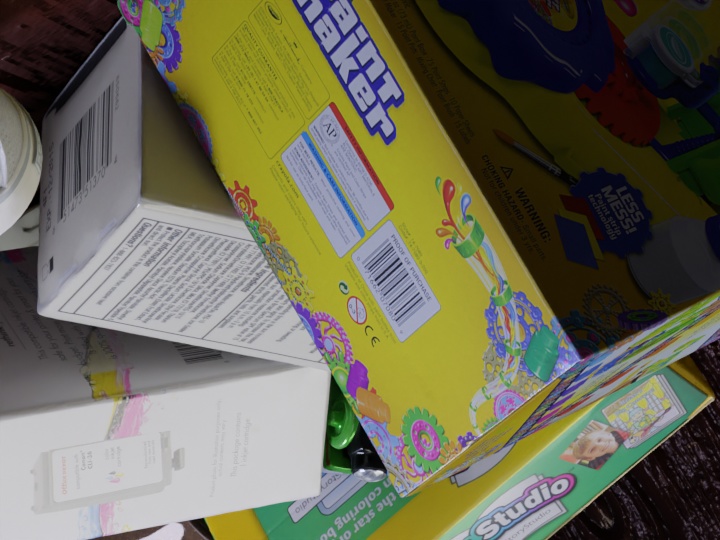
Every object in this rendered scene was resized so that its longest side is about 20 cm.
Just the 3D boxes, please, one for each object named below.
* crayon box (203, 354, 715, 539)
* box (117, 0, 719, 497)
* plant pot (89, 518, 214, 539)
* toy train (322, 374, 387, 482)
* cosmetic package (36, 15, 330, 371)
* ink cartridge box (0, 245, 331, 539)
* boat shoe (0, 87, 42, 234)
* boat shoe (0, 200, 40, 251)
[{"bbox_3d":[0.020,0.046,1.217,0.200,0.173,0.058,-41,142,14],"label":"crayon box"},{"bbox_3d":[0.060,-0.063,1.009,0.192,0.201,0.122,-24,169,-37],"label":"box"},{"bbox_3d":[-0.116,0.118,1.418,0.186,0.188,0.200,-21,175,-45],"label":"plant pot"},{"bbox_3d":[-0.001,-0.010,1.188,0.042,0.201,0.056,13,158,-28],"label":"toy train"},{"bbox_3d":[-0.010,-0.022,1.088,0.199,0.088,0.103,13,149,-25],"label":"cosmetic package"},{"bbox_3d":[-0.125,0.047,1.139,0.199,0.117,0.068,-8,122,-24],"label":"ink cartridge box"},{"bbox_3d":[-0.198,-0.005,0.950,0.199,0.072,0.069,-24,151,7],"label":"boat shoe"},{"bbox_3d":[-0.163,0.033,1.257,0.200,0.067,0.074,-34,171,27],"label":"boat shoe"}]
